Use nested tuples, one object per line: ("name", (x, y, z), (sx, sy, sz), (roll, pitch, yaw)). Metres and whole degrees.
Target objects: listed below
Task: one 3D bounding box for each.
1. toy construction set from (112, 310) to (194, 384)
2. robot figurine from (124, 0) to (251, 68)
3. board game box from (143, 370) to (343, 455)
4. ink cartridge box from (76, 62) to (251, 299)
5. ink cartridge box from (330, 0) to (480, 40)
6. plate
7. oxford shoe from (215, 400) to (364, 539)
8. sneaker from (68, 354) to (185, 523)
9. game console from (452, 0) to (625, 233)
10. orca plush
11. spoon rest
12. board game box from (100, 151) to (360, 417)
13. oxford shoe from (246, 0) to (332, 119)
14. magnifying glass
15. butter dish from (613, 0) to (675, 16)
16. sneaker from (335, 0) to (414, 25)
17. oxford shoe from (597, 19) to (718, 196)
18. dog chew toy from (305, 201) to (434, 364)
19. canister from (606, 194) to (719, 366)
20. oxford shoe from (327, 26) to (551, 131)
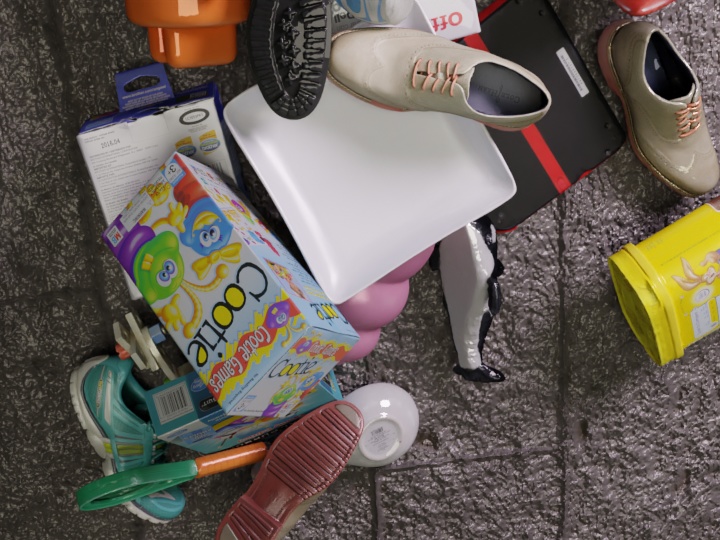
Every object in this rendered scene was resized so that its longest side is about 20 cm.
("toy construction set", (-0.142, 0.073, 1.008), (0.196, 0.131, 0.094), (-14, 71, 9))
("robot figurine", (-0.149, -0.279, 0.858), (0.114, 0.144, 0.204), (2, 111, 7))
("board game box", (-0.106, 0.128, 0.998), (0.149, 0.200, 0.048), (-23, 72, 3))
("ink cartridge box", (-0.182, -0.091, 0.966), (0.134, 0.077, 0.203), (-15, 112, -2))
("ink cartridge box", (0.017, -0.297, 0.907), (0.143, 0.084, 0.203), (-16, 112, 1))
("plate", (0.009, -0.106, 0.893), (0.198, 0.032, 0.202), (-31, 98, -2))
("oxford shoe", (-0.071, 0.216, 1.037), (0.070, 0.075, 0.200), (42, 83, 13))
("sneaker", (-0.231, 0.178, 1.054), (0.078, 0.078, 0.203), (-18, 112, 13))
("game console", (0.150, -0.155, 1.007), (0.176, 0.031, 0.201), (-37, 111, 1))
("orca plush", (0.132, 0.021, 1.045), (0.070, 0.105, 0.203), (-25, 112, -28))
("spoon rest", (-0.028, 0.188, 1.104), (0.197, 0.061, 0.101), (-21, 113, -12))
("board game box", (-0.112, 0.015, 0.863), (0.103, 0.105, 0.201), (-45, 67, 10))
("oxford shoe", (-0.056, -0.229, 0.839), (0.071, 0.084, 0.204), (-2, 99, 6))
("magnifying glass", (-0.187, 0.206, 1.021), (0.197, 0.080, 0.023), (-12, 70, -29))
("butter dish", (0.276, -0.323, 0.901), (0.198, 0.148, 0.202), (-33, 69, 8))
("sneaker", (0.023, -0.305, 0.825), (0.071, 0.072, 0.204), (16, 102, 20))
("oxford shoe", (0.301, -0.151, 0.984), (0.071, 0.074, 0.201), (-41, 111, -6))
("dog chew toy", (0.000, 0.000, 0.997), (0.122, 0.125, 0.203), (14, 112, -11))
("canister", (0.365, -0.007, 1.032), (0.198, 0.087, 0.149), (-30, 139, 3))
("oxford shoe", (0.066, -0.165, 0.840), (0.196, 0.074, 0.072), (9, 95, -6))
